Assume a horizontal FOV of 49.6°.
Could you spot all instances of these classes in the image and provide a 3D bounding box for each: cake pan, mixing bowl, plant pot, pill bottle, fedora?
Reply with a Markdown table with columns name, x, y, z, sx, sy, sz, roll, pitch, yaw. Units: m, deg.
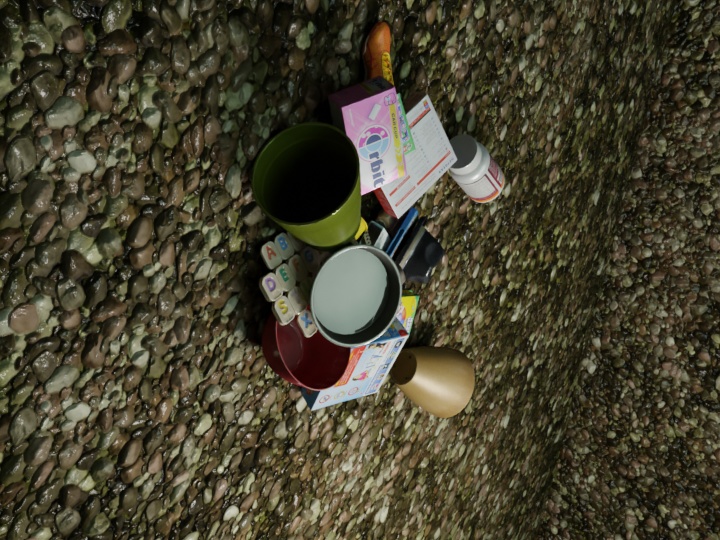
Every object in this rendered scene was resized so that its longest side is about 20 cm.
| name | x | y | z | sx | sy | sz | roll | pitch | yaw |
| --- | --- | --- | --- | --- | --- | --- | --- | --- | --- |
| cake pan | -0.013 | 0.046 | 1.516 | 0.196 | 0.037 | 0.205 | -6 | 105 | -25 |
| mixing bowl | -0.123 | 0.142 | 1.549 | 0.198 | 0.107 | 0.205 | 16 | 66 | -42 |
| plant pot | 0.173 | 0.275 | 2.053 | 0.198 | 0.185 | 0.190 | 25 | 87 | -45 |
| pill bottle | 0.283 | -0.256 | 1.954 | 0.199 | 0.108 | 0.111 | 34 | 80 | -57 |
| fedora | 0.139 | -0.030 | 1.816 | 0.203 | 0.091 | 0.201 | -59 | 176 | -6 |
| plant pot | -0.078 | -0.133 | 1.439 | 0.203 | 0.198 | 0.193 | -59 | 158 | -14 |

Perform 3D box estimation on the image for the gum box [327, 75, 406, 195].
| name | x | y | z | sx | sy | sz | roll | pitch | yaw |
| --- | --- | --- | --- | --- | --- | --- | --- | --- | --- |
| gum box | 0.017 | -0.249 | 1.483 | 0.112 | 0.066 | 0.203 | -23 | 129 | -15 |

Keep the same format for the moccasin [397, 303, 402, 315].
| name | x | y | z | sx | sy | sz | roll | pitch | yaw |
| --- | --- | --- | --- | --- | --- | --- | --- | --- | --- |
| moccasin | 0.017 | 0.121 | 1.764 | 0.199 | 0.077 | 0.075 | -24 | 118 | -28 |

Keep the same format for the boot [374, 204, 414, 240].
| name | x | y | z | sx | sy | sz | roll | pitch | yaw |
| --- | --- | --- | --- | --- | --- | --- | --- | --- | --- |
| boot | 0.096 | -0.186 | 1.760 | 0.202 | 0.065 | 0.176 | -55 | 145 | -18 |

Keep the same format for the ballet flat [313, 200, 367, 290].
| name | x | y | z | sx | sy | sz | roll | pitch | yaw |
| --- | --- | --- | --- | --- | --- | --- | --- | --- | --- |
| ballet flat | -0.026 | -0.054 | 1.575 | 0.070 | 0.070 | 0.203 | -29 | 91 | -44 |

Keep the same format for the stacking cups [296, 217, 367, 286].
| name | x | y | z | sx | sy | sz | roll | pitch | yaw |
| --- | --- | --- | --- | --- | --- | --- | --- | --- | --- |
| stacking cups | -0.063 | -0.034 | 1.613 | 0.201 | 0.060 | 0.061 | -53 | 144 | -24 |

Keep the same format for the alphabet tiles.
| name | x | y | z | sx | sy | sz | roll | pitch | yaw |
| --- | --- | --- | --- | --- | --- | --- | --- | --- | --- |
| alphabet tiles | -0.112 | 0.018 | 1.512 | 0.199 | 0.014 | 0.198 | -38 | 105 | -46 |

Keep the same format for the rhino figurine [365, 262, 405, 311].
| name | x | y | z | sx | sy | sz | roll | pitch | yaw |
| --- | --- | --- | --- | --- | --- | --- | --- | --- | --- |
| rhino figurine | 0.025 | 0.043 | 1.628 | 0.200 | 0.086 | 0.061 | -48 | 159 | -42 |

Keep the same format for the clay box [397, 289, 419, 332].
| name | x | y | z | sx | sy | sz | roll | pitch | yaw |
| --- | --- | --- | --- | --- | --- | --- | --- | --- | --- |
| clay box | 0.079 | 0.111 | 1.917 | 0.198 | 0.047 | 0.117 | -2 | 109 | -54 |

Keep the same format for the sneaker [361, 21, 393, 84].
| name | x | y | z | sx | sy | sz | roll | pitch | yaw |
| --- | --- | --- | --- | --- | --- | --- | --- | --- | --- |
| sneaker | 0.041 | -0.388 | 1.553 | 0.072 | 0.076 | 0.204 | -19 | 122 | -48 |

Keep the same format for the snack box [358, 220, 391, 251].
| name | x | y | z | sx | sy | sz | roll | pitch | yaw |
| --- | --- | --- | --- | --- | --- | --- | --- | --- | --- |
| snack box | 0.000 | 0.000 | 1.708 | 0.203 | 0.037 | 0.116 | -62 | 165 | -5 |

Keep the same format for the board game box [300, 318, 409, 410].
| name | x | y | z | sx | sy | sz | roll | pitch | yaw |
| --- | --- | --- | --- | --- | --- | --- | --- | --- | --- |
| board game box | -0.014 | 0.206 | 1.723 | 0.193 | 0.056 | 0.202 | -8 | 138 | -38 |

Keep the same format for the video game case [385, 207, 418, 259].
| name | x | y | z | sx | sy | sz | roll | pitch | yaw |
| --- | --- | --- | --- | --- | --- | --- | --- | --- | --- |
| video game case | 0.075 | -0.043 | 1.776 | 0.202 | 0.018 | 0.143 | -59 | 173 | -1 |

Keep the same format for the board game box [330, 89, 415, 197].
| name | x | y | z | sx | sy | sz | roll | pitch | yaw |
| --- | --- | --- | --- | --- | --- | --- | --- | --- | --- |
| board game box | 0.007 | -0.251 | 1.541 | 0.198 | 0.029 | 0.136 | -31 | 132 | -11 |

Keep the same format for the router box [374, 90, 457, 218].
| name | x | y | z | sx | sy | sz | roll | pitch | yaw |
| --- | --- | --- | --- | --- | --- | --- | --- | --- | --- |
| router box | 0.097 | -0.246 | 1.668 | 0.200 | 0.049 | 0.181 | -44 | 127 | -15 |
